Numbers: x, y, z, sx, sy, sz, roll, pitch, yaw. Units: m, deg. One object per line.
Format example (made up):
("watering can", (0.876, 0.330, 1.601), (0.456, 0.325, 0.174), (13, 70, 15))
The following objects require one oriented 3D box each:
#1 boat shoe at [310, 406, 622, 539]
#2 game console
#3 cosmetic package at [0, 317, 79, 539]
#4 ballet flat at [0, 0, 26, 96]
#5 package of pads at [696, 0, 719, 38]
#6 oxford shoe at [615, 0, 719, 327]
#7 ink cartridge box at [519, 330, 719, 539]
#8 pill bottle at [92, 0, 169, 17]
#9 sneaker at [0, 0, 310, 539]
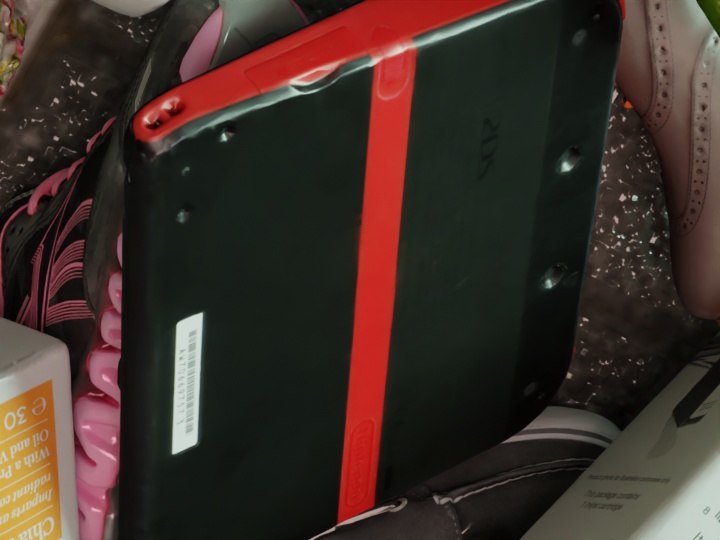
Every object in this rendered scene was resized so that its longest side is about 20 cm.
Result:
("boat shoe", (0.004, 0.106, 0.979), (0.200, 0.066, 0.070), (-17, 112, -4))
("game console", (0.000, 0.000, 0.893), (0.177, 0.031, 0.200), (-23, 138, -28))
("cosmetic package", (-0.141, 0.118, 0.897), (0.101, 0.071, 0.200), (-28, 126, -44))
("ballet flat", (-0.174, -0.087, 0.846), (0.200, 0.064, 0.076), (18, 84, -34))
("package of pads", (0.140, -0.152, 0.792), (0.154, 0.068, 0.200), (-31, 156, 2))
("oxford shoe", (0.095, -0.077, 0.935), (0.073, 0.071, 0.200), (-6, 103, 0))
("ink cartridge box", (0.161, 0.086, 0.949), (0.200, 0.084, 0.144), (-44, 104, -17))
("pill bottle", (-0.126, -0.161, 0.830), (0.200, 0.114, 0.114), (24, 104, -18))
("sneaker", (-0.075, -0.010, 0.900), (0.079, 0.095, 0.200), (-16, 135, -46))
